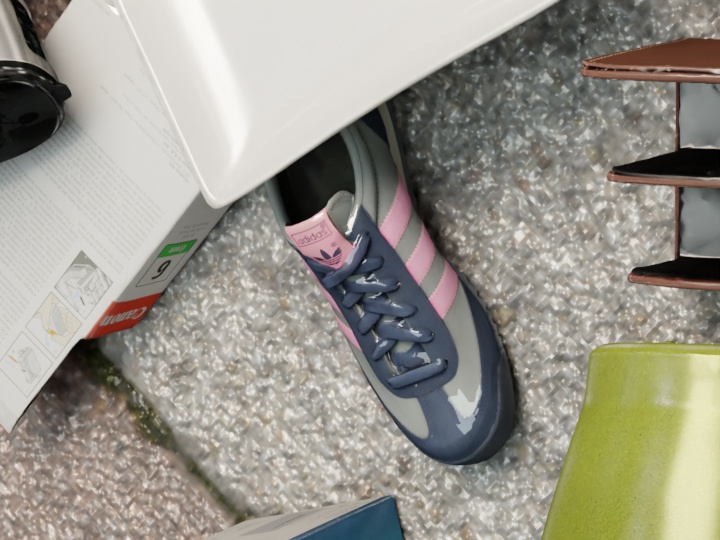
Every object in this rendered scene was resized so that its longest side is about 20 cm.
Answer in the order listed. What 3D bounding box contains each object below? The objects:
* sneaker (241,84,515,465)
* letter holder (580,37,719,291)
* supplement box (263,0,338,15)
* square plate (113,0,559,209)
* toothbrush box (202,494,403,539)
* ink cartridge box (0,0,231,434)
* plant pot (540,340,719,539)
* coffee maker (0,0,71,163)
[{"bbox_3d":[0.000,0.000,1.177,0.070,0.082,0.200,-29,84,26],"label":"sneaker"},{"bbox_3d":[0.198,-0.037,1.040,0.200,0.142,0.101,3,98,26],"label":"letter holder"},{"bbox_3d":[0.039,-0.188,1.137,0.200,0.073,0.126,-19,88,27],"label":"supplement box"},{"bbox_3d":[-0.024,-0.158,1.114,0.200,0.028,0.198,-30,79,26],"label":"square plate"},{"bbox_3d":[-0.028,0.216,1.185,0.085,0.146,0.201,-12,91,27],"label":"toothbrush box"},{"bbox_3d":[-0.136,-0.030,1.260,0.109,0.050,0.200,46,114,14],"label":"ink cartridge box"},{"bbox_3d":[0.154,0.128,1.073,0.200,0.200,0.194,2,86,26],"label":"plant pot"},{"bbox_3d":[-0.242,-0.134,1.219,0.192,0.135,0.200,-23,68,26],"label":"coffee maker"}]
